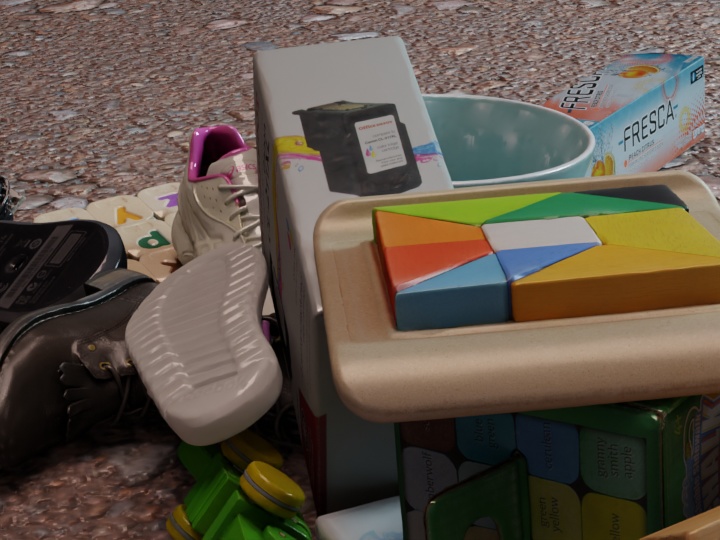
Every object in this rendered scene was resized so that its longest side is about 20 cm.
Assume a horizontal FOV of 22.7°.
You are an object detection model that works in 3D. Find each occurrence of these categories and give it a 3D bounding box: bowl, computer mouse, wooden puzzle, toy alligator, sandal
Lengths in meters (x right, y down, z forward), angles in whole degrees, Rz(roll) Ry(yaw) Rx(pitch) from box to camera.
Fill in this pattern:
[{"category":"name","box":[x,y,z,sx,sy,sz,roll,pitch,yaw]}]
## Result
[{"category":"bowl","box":[0.045,-0.035,1.118,0.200,0.106,0.201,-1,19,0]},{"category":"computer mouse","box":[-0.210,0.008,1.122,0.199,0.053,0.139,8,51,43]},{"category":"wooden puzzle","box":[0.075,-0.002,0.721,0.184,0.037,0.200,-5,20,-2]},{"category":"toy alligator","box":[-0.042,0.126,0.807,0.054,0.059,0.200,31,7,-25]},{"category":"sandal","box":[-0.076,0.045,0.908,0.082,0.050,0.203,-24,22,4]}]

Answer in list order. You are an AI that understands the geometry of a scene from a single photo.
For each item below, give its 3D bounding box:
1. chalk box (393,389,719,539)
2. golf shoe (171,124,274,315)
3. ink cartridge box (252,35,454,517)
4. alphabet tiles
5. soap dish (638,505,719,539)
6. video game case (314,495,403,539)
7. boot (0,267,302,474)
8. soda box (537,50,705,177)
[{"category":"chalk box","box":[0.095,0.082,0.724,0.123,0.126,0.200,10,26,35]},{"category":"golf shoe","box":[-0.072,-0.021,1.115,0.075,0.092,0.200,-11,33,-22]},{"category":"ink cartridge box","box":[0.000,0.000,0.901,0.082,0.146,0.201,-7,43,-8]},{"category":"alphabet tiles","box":[-0.135,-0.009,1.211,0.199,0.015,0.195,-15,30,-26]},{"category":"soap dish","box":[0.190,0.131,0.613,0.199,0.158,0.081,-16,7,-29]},{"category":"video game case","box":[0.102,0.131,0.797,0.199,0.024,0.182,-12,22,-19]},{"category":"boot","box":[-0.095,0.062,0.969,0.173,0.070,0.200,14,34,22]},{"category":"soda box","box":[0.184,-0.103,1.321,0.063,0.069,0.200,10,27,33]}]
